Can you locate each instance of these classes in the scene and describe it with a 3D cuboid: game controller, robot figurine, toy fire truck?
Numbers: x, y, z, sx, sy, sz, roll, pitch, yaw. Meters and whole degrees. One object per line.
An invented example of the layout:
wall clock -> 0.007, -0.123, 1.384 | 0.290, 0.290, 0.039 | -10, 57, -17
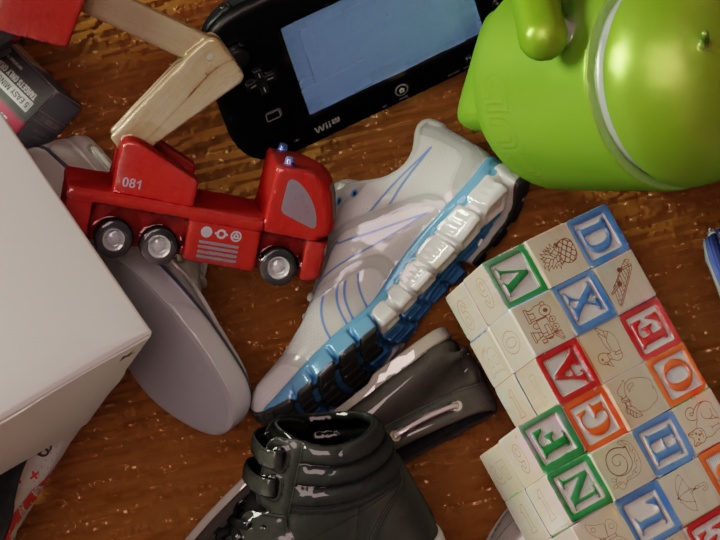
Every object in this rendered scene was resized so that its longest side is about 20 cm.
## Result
game controller -> 0.010, -0.135, 1.256 | 0.199, 0.042, 0.105 | -26, 124, -6
robot figurine -> 0.138, -0.100, 1.196 | 0.175, 0.199, 0.117 | 27, 77, -32
toy fire truck -> -0.102, -0.077, 1.204 | 0.198, 0.049, 0.142 | 10, 106, -12

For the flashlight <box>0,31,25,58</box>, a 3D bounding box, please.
flashlight -> -0.157, -0.186, 1.271 | 0.200, 0.068, 0.068 | -39, 49, -22

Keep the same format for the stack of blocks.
stack of blocks -> 0.125, 0.081, 1.227 | 0.115, 0.059, 0.201 | -25, 81, -26

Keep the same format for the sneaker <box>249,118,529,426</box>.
sneaker -> 0.000, 0.000, 1.273 | 0.087, 0.075, 0.200 | 41, 85, 18

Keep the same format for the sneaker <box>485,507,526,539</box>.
sneaker -> 0.083, 0.218, 1.227 | 0.075, 0.092, 0.202 | 13, 87, 7

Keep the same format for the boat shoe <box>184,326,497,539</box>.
boat shoe -> -0.012, 0.112, 1.260 | 0.200, 0.067, 0.057 | -39, 78, -1

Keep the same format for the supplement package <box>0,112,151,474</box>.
supplement package -> -0.223, 0.002, 1.183 | 0.119, 0.121, 0.201 | -30, 79, -34

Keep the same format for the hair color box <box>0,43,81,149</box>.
hair color box -> -0.266, -0.058, 1.307 | 0.099, 0.061, 0.200 | 44, 92, 9

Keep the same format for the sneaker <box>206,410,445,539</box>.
sneaker -> -0.061, 0.134, 1.198 | 0.198, 0.071, 0.100 | -20, 107, -6

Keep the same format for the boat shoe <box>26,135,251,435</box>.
boat shoe -> -0.118, 0.003, 1.278 | 0.065, 0.072, 0.200 | -29, 65, -39

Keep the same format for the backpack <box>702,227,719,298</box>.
backpack -> 0.262, 0.008, 1.174 | 0.154, 0.190, 0.201 | -35, 83, 3

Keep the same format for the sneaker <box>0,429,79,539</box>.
sneaker -> -0.201, 0.101, 1.282 | 0.067, 0.108, 0.202 | 30, 54, -5
